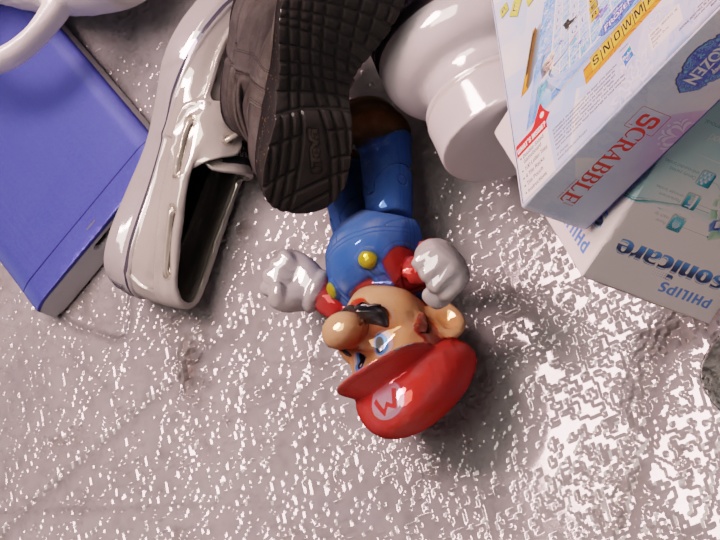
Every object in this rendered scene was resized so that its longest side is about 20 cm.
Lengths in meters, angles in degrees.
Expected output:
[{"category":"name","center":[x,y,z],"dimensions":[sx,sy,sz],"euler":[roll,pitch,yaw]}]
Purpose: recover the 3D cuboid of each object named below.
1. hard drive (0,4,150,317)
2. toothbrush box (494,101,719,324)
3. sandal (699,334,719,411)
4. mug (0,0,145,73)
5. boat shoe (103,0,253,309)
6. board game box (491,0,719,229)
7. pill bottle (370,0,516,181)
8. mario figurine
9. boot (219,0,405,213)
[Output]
[{"category":"hard drive","center":[-0.213,-0.083,1.404],"dimensions":[0.132,0.025,0.200],"euler":[-49,55,11]},{"category":"toothbrush box","center":[0.166,-0.100,1.049],"dimensions":[0.200,0.085,0.146],"euler":[-58,29,21]},{"category":"sandal","center":[0.253,0.061,1.037],"dimensions":[0.200,0.048,0.075],"euler":[17,85,35]},{"category":"mug","center":[-0.218,-0.216,1.373],"dimensions":[0.175,0.148,0.200],"euler":[25,82,26]},{"category":"boat shoe","center":[-0.093,-0.074,1.296],"dimensions":[0.066,0.072,0.200],"euler":[21,88,32]},{"category":"board game box","center":[0.136,-0.155,1.002],"dimensions":[0.200,0.041,0.200],"euler":[-46,36,40]},{"category":"pill bottle","center":[0.052,-0.153,1.200],"dimensions":[0.111,0.111,0.200],"euler":[-32,59,21]},{"category":"mario figurine","center":[0.000,0.000,1.181],"dimensions":[0.106,0.123,0.200],"euler":[-10,58,-7]},{"category":"boot","center":[-0.037,-0.144,1.184],"dimensions":[0.132,0.070,0.200],"euler":[-120,45,-55]}]
